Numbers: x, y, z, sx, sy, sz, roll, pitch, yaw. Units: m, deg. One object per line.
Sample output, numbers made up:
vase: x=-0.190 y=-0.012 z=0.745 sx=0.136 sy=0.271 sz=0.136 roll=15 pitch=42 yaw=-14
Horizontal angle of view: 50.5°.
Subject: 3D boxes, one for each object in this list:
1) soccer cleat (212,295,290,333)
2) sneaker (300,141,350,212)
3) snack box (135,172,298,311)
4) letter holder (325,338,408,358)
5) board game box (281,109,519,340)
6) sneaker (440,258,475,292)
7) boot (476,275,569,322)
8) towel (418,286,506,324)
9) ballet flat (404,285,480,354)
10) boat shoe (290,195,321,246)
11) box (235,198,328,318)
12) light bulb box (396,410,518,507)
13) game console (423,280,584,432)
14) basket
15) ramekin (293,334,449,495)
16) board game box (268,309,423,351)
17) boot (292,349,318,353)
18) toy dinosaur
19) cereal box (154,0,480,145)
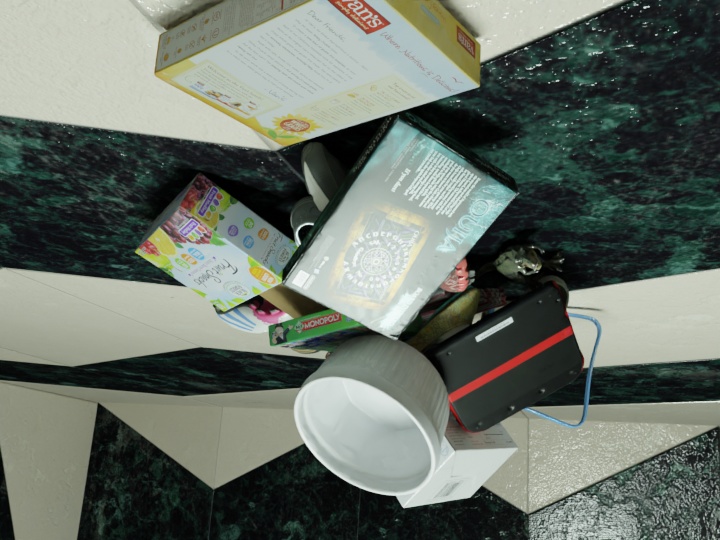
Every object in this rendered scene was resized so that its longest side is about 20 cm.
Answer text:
soccer cleat: x=-0.155 y=0.064 z=1.243 sx=0.197 sy=0.071 sz=0.086 roll=-1 pitch=142 yaw=44
sneaker: x=0.023 y=-0.062 z=0.749 sx=0.084 sy=0.075 sz=0.200 roll=-37 pitch=117 yaw=18
snack box: x=-0.174 y=-0.025 z=0.906 sx=0.141 sy=0.054 sz=0.199 roll=35 pitch=153 yaw=-18
letter holder: x=0.065 y=0.119 z=1.261 sx=0.196 sy=0.101 sz=0.144 roll=-8 pitch=139 yaw=-37
board game box: x=0.032 y=-0.035 z=0.699 sx=0.133 sy=0.028 sz=0.201 roll=27 pitch=121 yaw=-20
sneaker: x=0.078 y=-0.019 z=0.880 sx=0.096 sy=0.072 sz=0.201 roll=-19 pitch=158 yaw=7
boot: x=0.213 y=0.076 z=1.116 sx=0.072 sy=0.202 sz=0.145 roll=34 pitch=-168 yaw=-15
towel: x=0.111 y=0.049 z=1.114 sx=0.144 sy=0.031 sz=0.198 roll=-21 pitch=163 yaw=34
ballet flat: x=0.097 y=0.104 z=1.028 sx=0.199 sy=0.072 sz=0.070 roll=-41 pitch=144 yaw=21
boat shoe: x=-0.007 y=0.004 z=0.865 sx=0.070 sy=0.072 sz=0.201 roll=-37 pitch=113 yaw=21
box: x=-0.113 y=-0.003 z=0.975 sx=0.198 sy=0.022 sz=0.162 roll=36 pitch=152 yaw=-20
light bulb box: x=0.101 y=0.228 z=1.153 sx=0.125 sy=0.201 sz=0.196 roll=-49 pitch=145 yaw=20
game console: x=0.196 y=0.120 z=1.018 sx=0.197 sy=0.031 sz=0.179 roll=-30 pitch=123 yaw=2
basket: x=0.277 y=0.143 z=1.224 sx=0.195 sy=0.181 sz=0.139 roll=14 pitch=163 yaw=1
ramekin: x=0.022 y=0.178 z=0.981 sx=0.196 sy=0.106 sz=0.204 roll=16 pitch=132 yaw=18
board game box: x=-0.014 y=0.080 z=1.023 sx=0.132 sy=0.030 sz=0.199 roll=-17 pitch=164 yaw=25
boot: x=-0.099 y=0.075 z=1.302 sx=0.136 sy=0.079 sz=0.198 roll=21 pitch=144 yaw=-35
toy dinosaur: x=0.207 y=-0.004 z=0.991 sx=0.086 sy=0.049 sz=0.200 roll=11 pitch=167 yaw=-10
cereal box: x=-0.031 y=-0.151 z=0.546 sx=0.196 sy=0.041 sz=0.143 roll=-9 pitch=159 yaw=37
